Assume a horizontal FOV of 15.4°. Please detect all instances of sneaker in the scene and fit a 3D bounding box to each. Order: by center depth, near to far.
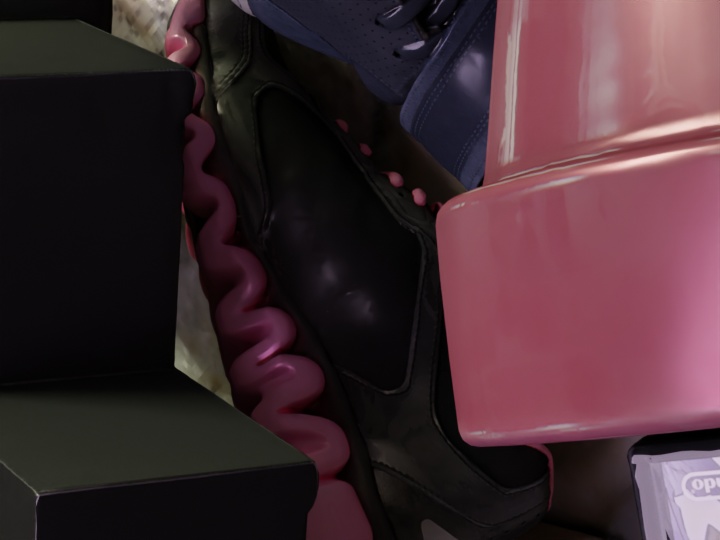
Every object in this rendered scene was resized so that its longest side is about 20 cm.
[{"bbox_3d":[0.025,-0.080,0.641,0.146,0.077,0.202,38,172,11],"label":"sneaker"},{"bbox_3d":[0.000,0.000,0.770,0.079,0.095,0.201,83,170,-68],"label":"sneaker"}]

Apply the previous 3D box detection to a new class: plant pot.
[{"bbox_3d":[0.109,-0.061,0.559,0.199,0.199,0.180,-10,84,46],"label":"plant pot"}]

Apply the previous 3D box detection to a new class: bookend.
[{"bbox_3d":[-0.075,0.027,0.704,0.199,0.092,0.201,26,117,58],"label":"bookend"}]

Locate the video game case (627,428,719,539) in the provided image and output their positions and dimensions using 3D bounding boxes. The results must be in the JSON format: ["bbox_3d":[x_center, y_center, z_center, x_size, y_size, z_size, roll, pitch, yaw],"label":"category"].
[{"bbox_3d":[0.166,0.115,0.568,0.199,0.025,0.182,-8,96,27],"label":"video game case"}]

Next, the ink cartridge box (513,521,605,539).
[{"bbox_3d":[-0.011,0.150,0.836,0.199,0.075,0.166,12,117,41],"label":"ink cartridge box"}]
